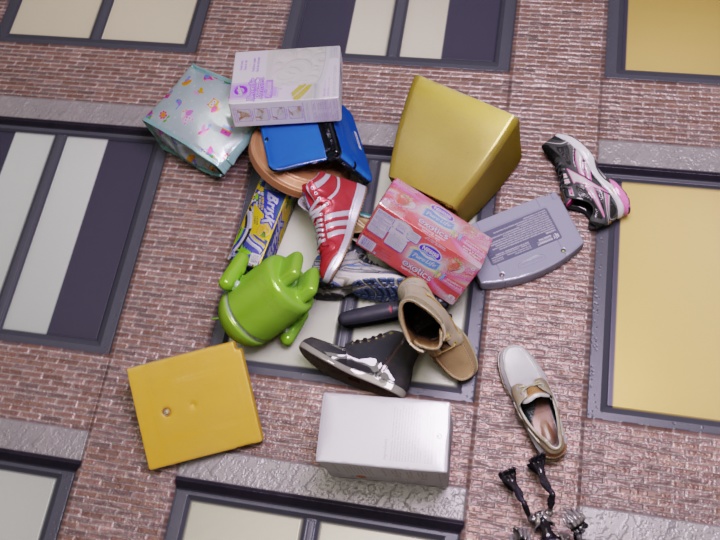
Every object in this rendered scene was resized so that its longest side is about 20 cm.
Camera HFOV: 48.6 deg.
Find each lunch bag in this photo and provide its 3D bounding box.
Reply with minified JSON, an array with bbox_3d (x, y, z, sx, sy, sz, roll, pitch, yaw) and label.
[{"bbox_3d":[-0.287,-0.284,1.548,0.199,0.122,0.171,29,73,24],"label":"lunch bag"}]

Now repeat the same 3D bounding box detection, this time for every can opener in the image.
[{"bbox_3d":[0.059,0.073,1.381,0.198,0.063,0.079,-5,67,5],"label":"can opener"}]

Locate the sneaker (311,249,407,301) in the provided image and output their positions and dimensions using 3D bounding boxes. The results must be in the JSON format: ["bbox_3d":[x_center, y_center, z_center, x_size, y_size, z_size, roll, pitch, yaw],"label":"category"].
[{"bbox_3d":[0.000,0.000,1.412,0.198,0.077,0.086,2,58,12],"label":"sneaker"}]

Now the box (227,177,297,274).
[{"bbox_3d":[-0.175,-0.087,1.475,0.064,0.070,0.201,16,70,12],"label":"box"}]

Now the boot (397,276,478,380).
[{"bbox_3d":[0.124,0.111,1.277,0.072,0.156,0.201,-31,98,9],"label":"boot"}]

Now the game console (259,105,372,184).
[{"bbox_3d":[-0.086,-0.242,1.487,0.118,0.170,0.201,-32,50,22],"label":"game console"}]

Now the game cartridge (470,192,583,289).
[{"bbox_3d":[0.285,-0.047,1.418,0.199,0.041,0.134,-21,63,-2],"label":"game cartridge"}]

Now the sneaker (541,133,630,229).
[{"bbox_3d":[0.388,-0.158,1.429,0.086,0.080,0.200,-36,66,-7],"label":"sneaker"}]

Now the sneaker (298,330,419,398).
[{"bbox_3d":[0.001,0.138,1.363,0.199,0.075,0.107,23,67,6],"label":"sneaker"}]

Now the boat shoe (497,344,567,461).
[{"bbox_3d":[0.283,0.206,1.293,0.074,0.068,0.201,-22,66,-3],"label":"boat shoe"}]

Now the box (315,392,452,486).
[{"bbox_3d":[0.043,0.267,1.252,0.198,0.152,0.107,4,68,8],"label":"box"}]

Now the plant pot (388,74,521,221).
[{"bbox_3d":[0.156,-0.197,1.422,0.199,0.200,0.177,28,85,17],"label":"plant pot"}]

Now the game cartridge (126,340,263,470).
[{"bbox_3d":[-0.279,0.226,1.350,0.198,0.032,0.178,-14,87,-1],"label":"game cartridge"}]

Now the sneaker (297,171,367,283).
[{"bbox_3d":[-0.066,-0.080,1.376,0.112,0.071,0.201,22,61,-10],"label":"sneaker"}]

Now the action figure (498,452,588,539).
[{"bbox_3d":[0.278,0.386,1.200,0.118,0.102,0.201,-23,64,4],"label":"action figure"}]

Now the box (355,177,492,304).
[{"bbox_3d":[0.108,-0.051,1.347,0.199,0.103,0.095,32,42,0],"label":"box"}]

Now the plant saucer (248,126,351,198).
[{"bbox_3d":[-0.109,-0.214,1.486,0.199,0.032,0.201,15,46,-16],"label":"plant saucer"}]

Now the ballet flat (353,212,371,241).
[{"bbox_3d":[0.047,-0.070,1.454,0.198,0.069,0.064,10,97,14],"label":"ballet flat"}]

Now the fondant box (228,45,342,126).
[{"bbox_3d":[-0.133,-0.337,1.455,0.198,0.058,0.145,-3,53,4],"label":"fondant box"}]

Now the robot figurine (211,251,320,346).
[{"bbox_3d":[-0.162,0.053,1.368,0.200,0.175,0.116,-37,26,23],"label":"robot figurine"}]
